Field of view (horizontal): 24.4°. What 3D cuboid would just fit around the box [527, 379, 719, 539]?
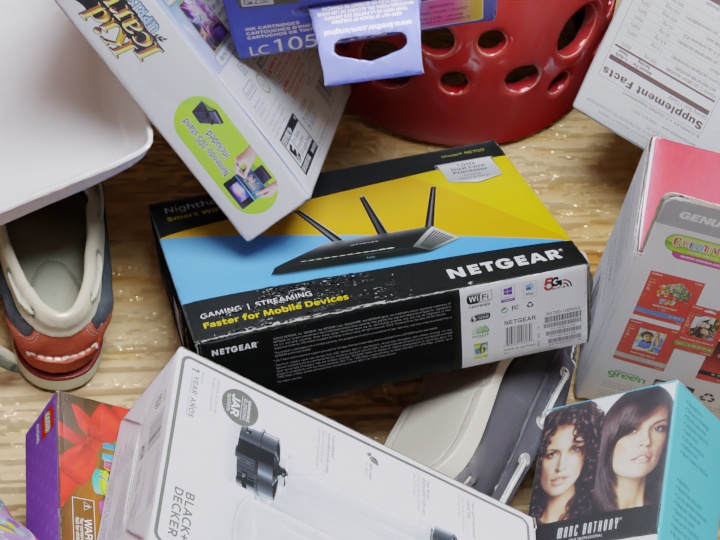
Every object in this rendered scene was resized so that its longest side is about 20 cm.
[{"bbox_3d":[0.117,0.154,0.778,0.049,0.082,0.201,40,48,-33],"label":"box"}]

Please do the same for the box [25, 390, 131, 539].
[{"bbox_3d":[-0.079,0.156,0.739,0.136,0.039,0.201,18,41,-29],"label":"box"}]

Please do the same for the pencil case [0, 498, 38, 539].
[{"bbox_3d":[-0.187,0.122,0.711,0.087,0.088,0.200,-20,24,-22],"label":"pencil case"}]

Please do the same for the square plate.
[{"bbox_3d":[-0.201,-0.079,0.883,0.197,0.029,0.201,-23,43,7],"label":"square plate"}]

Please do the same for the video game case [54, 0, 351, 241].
[{"bbox_3d":[-0.084,-0.128,0.877,0.182,0.045,0.200,53,17,-14],"label":"video game case"}]

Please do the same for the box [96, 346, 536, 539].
[{"bbox_3d":[-0.015,0.131,0.739,0.199,0.060,0.117,27,37,-20],"label":"box"}]

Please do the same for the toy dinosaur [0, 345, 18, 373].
[{"bbox_3d":[-0.238,0.018,0.771,0.047,0.089,0.199,10,11,35],"label":"toy dinosaur"}]

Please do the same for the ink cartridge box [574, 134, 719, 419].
[{"bbox_3d":[0.229,0.010,0.856,0.198,0.176,0.084,14,53,1],"label":"ink cartridge box"}]

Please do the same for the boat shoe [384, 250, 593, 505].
[{"bbox_3d":[0.075,0.065,0.877,0.072,0.063,0.200,-11,30,40],"label":"boat shoe"}]

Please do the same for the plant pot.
[{"bbox_3d":[0.066,-0.204,0.986,0.198,0.183,0.202,6,54,-8],"label":"plant pot"}]

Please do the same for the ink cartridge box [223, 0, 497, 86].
[{"bbox_3d":[-0.007,-0.188,0.824,0.135,0.077,0.202,-8,61,0],"label":"ink cartridge box"}]

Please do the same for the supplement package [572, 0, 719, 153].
[{"bbox_3d":[0.242,-0.129,0.962,0.155,0.111,0.200,32,35,14],"label":"supplement package"}]

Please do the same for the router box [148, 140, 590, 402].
[{"bbox_3d":[0.000,0.000,0.862,0.198,0.051,0.149,-11,31,-11],"label":"router box"}]

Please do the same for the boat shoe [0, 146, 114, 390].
[{"bbox_3d":[-0.171,-0.034,0.895,0.070,0.063,0.201,-7,54,-12],"label":"boat shoe"}]
